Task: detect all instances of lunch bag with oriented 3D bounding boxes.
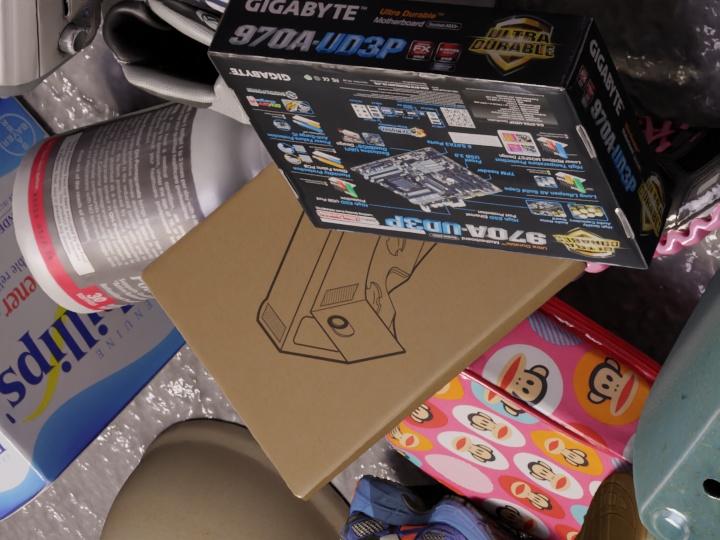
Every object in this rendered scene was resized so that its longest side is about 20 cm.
[{"bbox_3d":[0.108,0.092,1.514,0.176,0.082,0.200,31,159,2],"label":"lunch bag"}]

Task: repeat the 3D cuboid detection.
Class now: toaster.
[{"bbox_3d":[-0.241,-0.203,1.560,0.199,0.114,0.130,28,134,20],"label":"toaster"}]

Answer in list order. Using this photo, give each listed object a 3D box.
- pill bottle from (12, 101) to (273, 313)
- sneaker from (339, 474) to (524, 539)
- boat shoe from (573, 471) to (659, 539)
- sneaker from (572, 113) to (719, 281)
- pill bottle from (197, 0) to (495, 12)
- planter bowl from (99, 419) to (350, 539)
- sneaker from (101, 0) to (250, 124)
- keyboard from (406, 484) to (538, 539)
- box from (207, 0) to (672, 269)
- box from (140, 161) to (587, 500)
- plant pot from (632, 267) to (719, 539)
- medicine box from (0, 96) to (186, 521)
[{"bbox_3d":[-0.096,-0.047,1.564,0.199,0.111,0.111,-14,116,29],"label":"pill bottle"},{"bbox_3d":[0.048,0.183,1.623,0.075,0.079,0.200,32,168,-25],"label":"sneaker"},{"bbox_3d":[0.153,0.161,1.448,0.066,0.074,0.200,8,159,-5],"label":"boat shoe"},{"bbox_3d":[0.139,-0.055,1.417,0.199,0.079,0.096,-19,100,45],"label":"sneaker"},{"bbox_3d":[-0.031,-0.181,1.402,0.199,0.116,0.116,24,137,21],"label":"pill bottle"},{"bbox_3d":[-0.102,0.221,1.800,0.199,0.135,0.201,21,135,23],"label":"planter bowl"},{"bbox_3d":[-0.108,-0.136,1.473,0.200,0.115,0.075,29,101,45],"label":"sneaker"},{"bbox_3d":[0.110,0.182,1.666,0.199,0.040,0.104,-7,119,43],"label":"keyboard"},{"bbox_3d":[0.041,-0.071,1.334,0.199,0.046,0.159,7,151,28],"label":"box"},{"bbox_3d":[0.000,0.000,1.441,0.164,0.200,0.021,53,-174,24],"label":"box"},{"bbox_3d":[0.247,0.072,1.333,0.195,0.200,0.197,36,140,6],"label":"plant pot"},{"bbox_3d":[-0.232,0.025,1.695,0.200,0.182,0.103,47,140,-6],"label":"medicine box"}]
